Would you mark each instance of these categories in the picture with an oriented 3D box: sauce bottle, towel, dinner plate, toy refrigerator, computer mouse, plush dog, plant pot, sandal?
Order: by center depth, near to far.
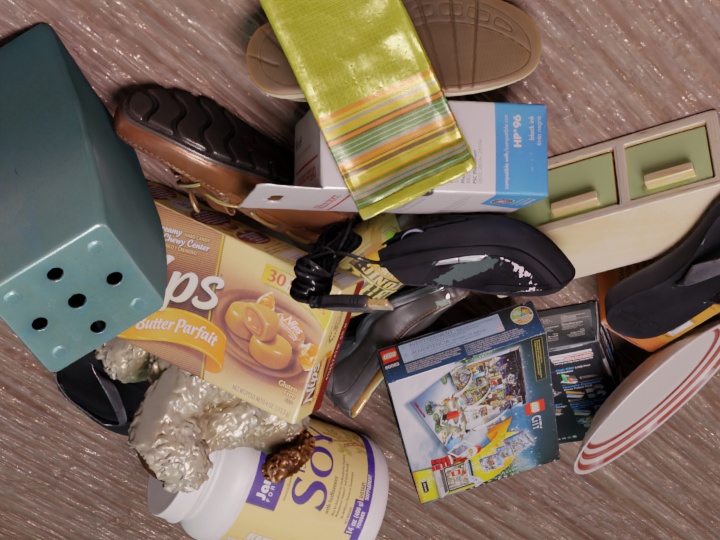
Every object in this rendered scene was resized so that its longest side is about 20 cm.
[{"bbox_3d":[-0.002,-0.138,0.876,0.086,0.018,0.200,-27,101,-8],"label":"towel"},{"bbox_3d":[-0.219,-0.038,0.941,0.141,0.200,0.141,-31,136,-2],"label":"plant pot"},{"bbox_3d":[0.048,-0.009,0.967,0.200,0.140,0.046,7,113,17],"label":"computer mouse"},{"bbox_3d":[0.262,0.002,0.993,0.076,0.043,0.200,22,137,-23],"label":"sandal"},{"bbox_3d":[0.185,-0.051,1.039,0.200,0.076,0.070,-15,138,21],"label":"toy refrigerator"},{"bbox_3d":[0.000,0.000,1.121,0.065,0.065,0.200,28,135,-28],"label":"sauce bottle"},{"bbox_3d":[-0.113,0.097,1.186,0.160,0.200,0.172,-42,136,9],"label":"plush dog"},{"bbox_3d":[0.258,0.105,1.196,0.200,0.024,0.200,-33,155,-18],"label":"dinner plate"},{"bbox_3d":[-0.256,0.106,1.283,0.076,0.043,0.200,-13,139,18],"label":"sandal"}]

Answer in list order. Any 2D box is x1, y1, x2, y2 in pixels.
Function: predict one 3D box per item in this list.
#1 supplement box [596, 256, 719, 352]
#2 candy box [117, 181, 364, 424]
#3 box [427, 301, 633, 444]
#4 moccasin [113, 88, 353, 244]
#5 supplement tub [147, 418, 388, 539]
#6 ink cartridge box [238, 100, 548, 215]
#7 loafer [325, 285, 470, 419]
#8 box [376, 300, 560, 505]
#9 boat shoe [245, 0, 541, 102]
[{"bbox_3d":[0.282,-0.013,1.088,0.069,0.067,0.200,30,133,-27],"label":"supplement box"},{"bbox_3d":[-0.109,0.022,1.057,0.200,0.055,0.116,25,106,16],"label":"candy box"},{"bbox_3d":[0.140,0.108,1.262,0.200,0.046,0.159,-12,139,17],"label":"box"},{"bbox_3d":[-0.100,-0.074,1.035,0.201,0.074,0.078,21,131,-36],"label":"moccasin"},{"bbox_3d":[-0.089,0.204,1.315,0.200,0.146,0.145,21,138,-23],"label":"supplement tub"},{"bbox_3d":[0.019,-0.079,0.960,0.199,0.068,0.116,1,175,-12],"label":"ink cartridge box"},{"bbox_3d":[0.032,0.062,1.174,0.073,0.072,0.200,-25,171,-43],"label":"loafer"},{"bbox_3d":[0.098,0.119,1.182,0.136,0.038,0.200,-18,140,-3],"label":"box"},{"bbox_3d":[0.023,-0.149,0.942,0.199,0.072,0.065,-6,177,3],"label":"boat shoe"}]
